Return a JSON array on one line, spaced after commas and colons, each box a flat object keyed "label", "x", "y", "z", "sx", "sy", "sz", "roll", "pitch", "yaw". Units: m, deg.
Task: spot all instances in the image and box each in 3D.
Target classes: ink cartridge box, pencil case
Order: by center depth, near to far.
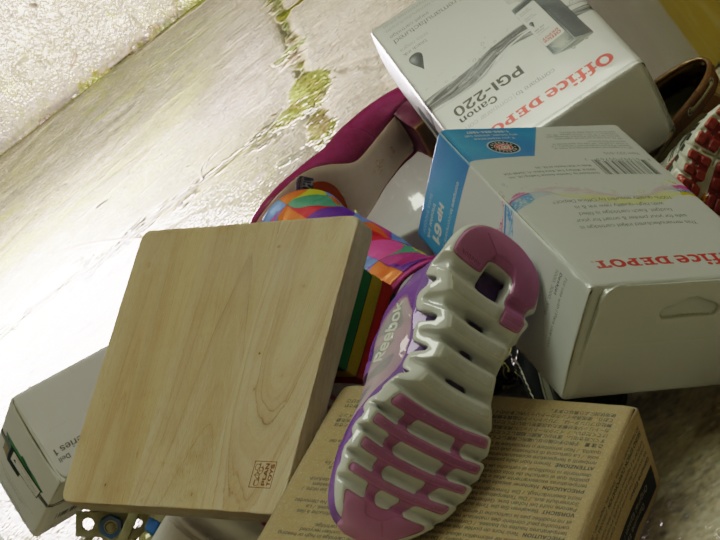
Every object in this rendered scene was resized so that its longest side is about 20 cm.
[{"label": "ink cartridge box", "x": 0.054, "y": 0.153, "z": 1.074, "sx": 0.200, "sy": 0.075, "sz": 0.165, "roll": 3, "pitch": 44, "yaw": 30}, {"label": "ink cartridge box", "x": 0.146, "y": -0.010, "z": 1.160, "sx": 0.144, "sy": 0.085, "sz": 0.200, "roll": -3, "pitch": 31, "yaw": -27}, {"label": "pencil case", "x": 0.000, "y": 0.000, "z": 1.327, "sx": 0.088, "sy": 0.088, "sz": 0.200, "roll": -42, "pitch": 35, "yaw": -9}, {"label": "ink cartridge box", "x": 0.116, "y": -0.140, "z": 1.367, "sx": 0.146, "sy": 0.085, "sz": 0.200, "roll": -34, "pitch": 46, "yaw": 1}, {"label": "ink cartridge box", "x": -0.219, "y": 0.132, "z": 1.531, "sx": 0.146, "sy": 0.084, "sz": 0.200, "roll": -29, "pitch": -10, "yaw": -24}]

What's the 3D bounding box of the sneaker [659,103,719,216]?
[{"label": "sneaker", "x": 0.227, "y": -0.057, "z": 1.320, "sx": 0.200, "sy": 0.078, "sz": 0.082, "roll": -43, "pitch": 19, "yaw": -12}]

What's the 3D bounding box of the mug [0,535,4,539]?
[{"label": "mug", "x": -0.409, "y": 0.271, "z": 1.659, "sx": 0.175, "sy": 0.148, "sz": 0.200, "roll": -35, "pitch": -12, "yaw": -12}]

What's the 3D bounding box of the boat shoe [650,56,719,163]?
[{"label": "boat shoe", "x": 0.201, "y": -0.096, "z": 1.395, "sx": 0.200, "sy": 0.074, "sz": 0.076, "roll": -37, "pitch": 39, "yaw": -25}]

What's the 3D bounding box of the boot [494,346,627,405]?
[{"label": "boot", "x": 0.104, "y": 0.072, "z": 1.276, "sx": 0.154, "sy": 0.073, "sz": 0.204, "roll": -49, "pitch": 34, "yaw": 35}]

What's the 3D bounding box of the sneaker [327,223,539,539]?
[{"label": "sneaker", "x": 0.032, "y": 0.070, "z": 1.070, "sx": 0.088, "sy": 0.080, "sz": 0.200, "roll": -19, "pitch": 40, "yaw": 57}]

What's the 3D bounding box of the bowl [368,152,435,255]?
[{"label": "bowl", "x": 0.052, "y": -0.048, "z": 1.490, "sx": 0.200, "sy": 0.075, "sz": 0.200, "roll": -18, "pitch": 28, "yaw": 43}]

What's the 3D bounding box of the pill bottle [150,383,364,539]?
[{"label": "pill bottle", "x": -0.055, "y": 0.136, "z": 1.296, "sx": 0.200, "sy": 0.113, "sz": 0.113, "roll": -57, "pitch": 21, "yaw": -2}]

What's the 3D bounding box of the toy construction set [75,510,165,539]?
[{"label": "toy construction set", "x": -0.163, "y": 0.199, "z": 1.448, "sx": 0.131, "sy": 0.092, "sz": 0.200, "roll": -67, "pitch": 16, "yaw": -3}]

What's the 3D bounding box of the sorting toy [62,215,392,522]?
[{"label": "sorting toy", "x": -0.081, "y": 0.073, "z": 1.224, "sx": 0.198, "sy": 0.070, "sz": 0.200, "roll": -3, "pitch": 64, "yaw": 40}]

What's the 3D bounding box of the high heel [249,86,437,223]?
[{"label": "high heel", "x": -0.017, "y": -0.081, "z": 1.476, "sx": 0.200, "sy": 0.068, "sz": 0.096, "roll": -30, "pitch": 26, "yaw": -17}]

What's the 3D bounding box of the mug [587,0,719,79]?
[{"label": "mug", "x": 0.238, "y": -0.247, "z": 1.603, "sx": 0.187, "sy": 0.153, "sz": 0.149, "roll": -46, "pitch": 20, "yaw": -20}]
